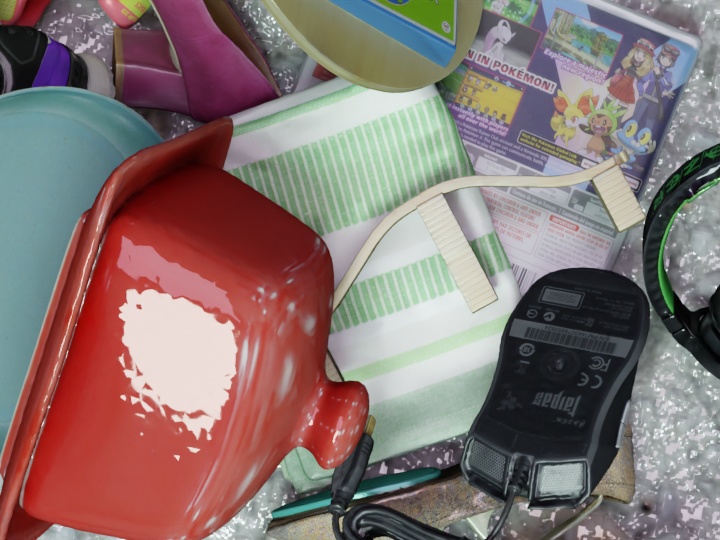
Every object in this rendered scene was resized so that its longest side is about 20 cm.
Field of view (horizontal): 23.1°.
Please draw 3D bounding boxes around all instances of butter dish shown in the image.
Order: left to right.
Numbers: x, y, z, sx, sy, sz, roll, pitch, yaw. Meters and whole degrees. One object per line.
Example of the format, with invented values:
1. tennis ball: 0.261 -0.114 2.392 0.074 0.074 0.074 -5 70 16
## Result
1. butter dish: -0.066 0.048 0.834 0.147 0.199 0.202 23 104 7

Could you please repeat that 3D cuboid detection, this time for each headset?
1. headset: 0.228 0.025 0.896 0.123 0.094 0.200 -36 110 25

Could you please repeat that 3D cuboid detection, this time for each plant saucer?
1. plant saucer: -0.171 0.003 0.893 0.027 0.200 0.201 26 82 45

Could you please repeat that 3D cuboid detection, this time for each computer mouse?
1. computer mouse: 0.065 0.082 0.879 0.139 0.046 0.201 5 51 20

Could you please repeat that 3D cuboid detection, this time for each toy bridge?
1. toy bridge: 0.049 -0.011 0.905 0.199 0.027 0.068 -29 89 4

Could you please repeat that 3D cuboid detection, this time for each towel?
1. towel: 0.000 0.000 0.932 0.151 0.023 0.202 -20 89 4

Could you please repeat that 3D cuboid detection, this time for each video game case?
1. video game case: 0.062 -0.080 0.962 0.198 0.023 0.184 23 84 4

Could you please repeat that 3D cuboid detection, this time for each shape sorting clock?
1. shape sorting clock: -0.005 -0.186 0.890 0.199 0.039 0.202 18 62 -39

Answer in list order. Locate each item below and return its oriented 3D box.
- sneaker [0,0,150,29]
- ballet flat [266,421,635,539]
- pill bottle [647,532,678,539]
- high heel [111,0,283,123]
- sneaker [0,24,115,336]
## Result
1. sneaker: -0.115 -0.177 0.952 0.198 0.078 0.091 -10 83 11
2. ballet flat: 0.052 0.126 0.915 0.198 0.068 0.068 -18 86 0
3. pill bottle: 0.079 0.206 0.880 0.198 0.112 0.113 -21 83 -1
4. high heel: -0.072 -0.149 0.891 0.095 0.201 0.068 0 47 -13
5. sneaker: -0.213 -0.038 0.907 0.069 0.099 0.202 24 88 45
